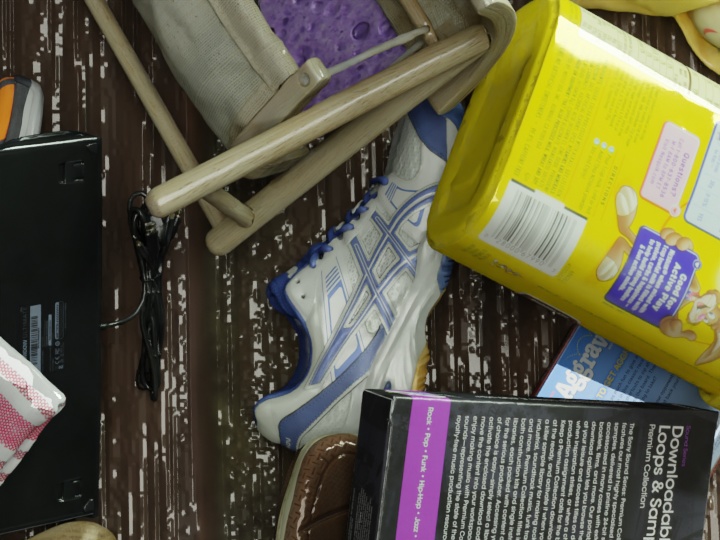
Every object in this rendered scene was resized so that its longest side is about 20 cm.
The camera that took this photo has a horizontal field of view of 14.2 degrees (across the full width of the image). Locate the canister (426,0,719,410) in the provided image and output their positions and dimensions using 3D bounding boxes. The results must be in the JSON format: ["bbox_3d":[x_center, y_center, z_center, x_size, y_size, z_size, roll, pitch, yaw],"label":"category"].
[{"bbox_3d":[0.146,-0.032,1.440,0.199,0.086,0.149,27,73,-18],"label":"canister"}]

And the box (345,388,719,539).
[{"bbox_3d":[0.084,0.134,1.434,0.199,0.036,0.144,5,95,-30],"label":"box"}]

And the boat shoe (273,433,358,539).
[{"bbox_3d":[-0.022,0.182,1.442,0.074,0.075,0.204,0,89,-31],"label":"boat shoe"}]

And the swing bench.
[{"bbox_3d":[-0.050,-0.149,1.416,0.199,0.130,0.200,-32,76,6],"label":"swing bench"}]

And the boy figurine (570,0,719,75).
[{"bbox_3d":[0.141,-0.158,1.492,0.199,0.124,0.065,26,62,-36],"label":"boy figurine"}]

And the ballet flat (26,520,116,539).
[{"bbox_3d":[-0.195,0.198,1.421,0.199,0.072,0.068,-33,104,-10],"label":"ballet flat"}]

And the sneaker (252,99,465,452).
[{"bbox_3d":[0.000,0.000,1.471,0.088,0.075,0.201,14,81,-5],"label":"sneaker"}]

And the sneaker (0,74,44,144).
[{"bbox_3d":[-0.234,-0.016,1.443,0.111,0.078,0.201,21,81,-5],"label":"sneaker"}]

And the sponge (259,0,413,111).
[{"bbox_3d":[-0.010,-0.186,1.486,0.111,0.030,0.201,-17,84,29],"label":"sponge"}]

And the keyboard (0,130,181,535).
[{"bbox_3d":[-0.145,0.029,1.441,0.127,0.021,0.201,-9,109,-37],"label":"keyboard"}]

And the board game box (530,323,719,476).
[{"bbox_3d":[0.179,0.015,1.519,0.103,0.019,0.201,33,80,-4],"label":"board game box"}]

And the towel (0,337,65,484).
[{"bbox_3d":[-0.253,0.086,1.410,0.146,0.030,0.200,40,109,-1],"label":"towel"}]
